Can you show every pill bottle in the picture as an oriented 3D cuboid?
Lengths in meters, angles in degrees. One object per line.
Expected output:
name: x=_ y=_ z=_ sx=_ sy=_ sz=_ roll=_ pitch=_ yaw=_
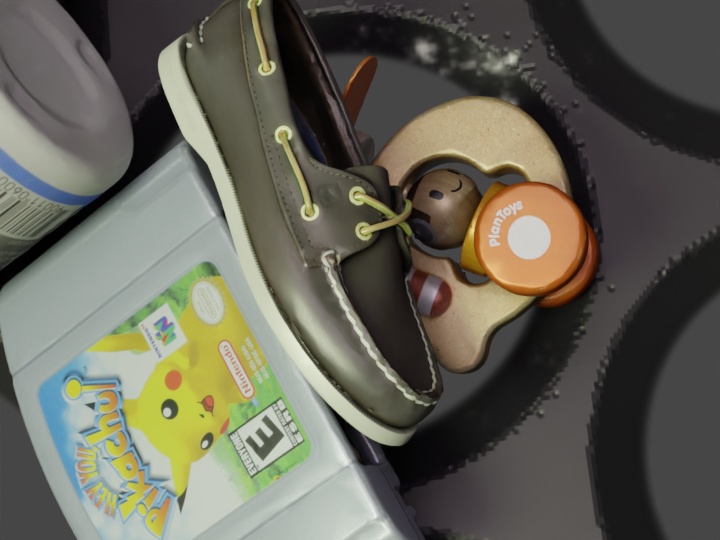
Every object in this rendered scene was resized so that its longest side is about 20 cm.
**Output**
pill bottle: x=-0.205 y=-0.033 z=0.755 sx=0.200 sy=0.114 sz=0.114 roll=-34 pitch=71 yaw=20

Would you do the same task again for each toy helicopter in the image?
toy helicopter: x=0.000 y=0.000 z=0.772 sx=0.200 sy=0.079 sz=0.132 roll=-40 pitch=79 yaw=6

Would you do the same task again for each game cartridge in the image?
game cartridge: x=-0.073 y=0.063 z=0.746 sx=0.133 sy=0.040 sz=0.201 roll=-38 pitch=72 yaw=23

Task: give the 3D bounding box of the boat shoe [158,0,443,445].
boat shoe: x=-0.016 y=-0.027 z=0.714 sx=0.060 sy=0.072 sz=0.202 roll=-37 pitch=68 yaw=23
